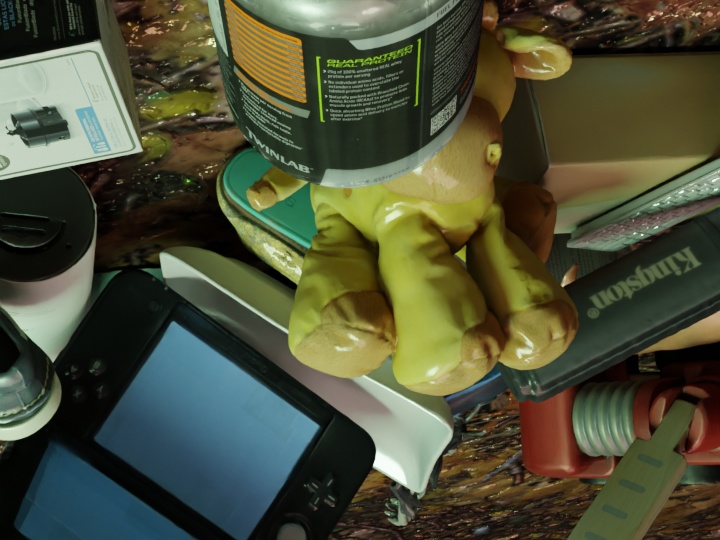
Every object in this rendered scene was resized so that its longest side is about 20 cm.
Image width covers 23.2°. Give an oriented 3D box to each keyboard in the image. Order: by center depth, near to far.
[{"bbox_3d":[0.210,-0.051,0.998,0.199,0.011,0.056,-27,154,37],"label":"keyboard"}]

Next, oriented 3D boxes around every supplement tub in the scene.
[{"bbox_3d":[-0.006,-0.127,0.741,0.121,0.124,0.200,-10,159,-4],"label":"supplement tub"}]

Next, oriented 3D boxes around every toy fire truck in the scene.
[{"bbox_3d":[0.161,0.106,1.064,0.175,0.130,0.199,-4,178,38],"label":"toy fire truck"}]

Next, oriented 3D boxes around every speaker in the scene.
[{"bbox_3d":[-0.199,0.009,1.042,0.080,0.082,0.200,-6,158,-13],"label":"speaker"}]

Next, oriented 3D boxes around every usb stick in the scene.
[{"bbox_3d":[0.166,0.011,0.985,0.199,0.056,0.033,-26,157,-9],"label":"usb stick"}]

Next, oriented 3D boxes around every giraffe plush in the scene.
[{"bbox_3d":[0.037,-0.059,0.904,0.171,0.201,0.163,-11,143,-22],"label":"giraffe plush"}]

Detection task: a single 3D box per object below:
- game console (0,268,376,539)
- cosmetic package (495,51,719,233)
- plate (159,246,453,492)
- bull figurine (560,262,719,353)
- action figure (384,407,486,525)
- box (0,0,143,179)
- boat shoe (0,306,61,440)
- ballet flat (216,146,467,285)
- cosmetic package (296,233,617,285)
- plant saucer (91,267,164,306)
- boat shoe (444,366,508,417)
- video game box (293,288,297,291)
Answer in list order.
[{"bbox_3d":[-0.095,0.120,0.999,0.199,0.177,0.116,37,169,-13],"label":"game console"},{"bbox_3d":[0.175,-0.075,1.037,0.198,0.072,0.105,-5,159,-18],"label":"cosmetic package"},{"bbox_3d":[-0.031,0.058,1.085,0.199,0.032,0.200,31,162,6],"label":"plate"},{"bbox_3d":[0.191,0.013,1.070,0.198,0.066,0.121,-9,-174,17],"label":"bull figurine"},{"bbox_3d":[0.016,0.143,1.457,0.198,0.120,0.102,-7,151,15],"label":"action figure"},{"bbox_3d":[-0.211,-0.086,0.824,0.198,0.061,0.117,-11,159,-2],"label":"box"},{"bbox_3d":[-0.244,0.017,0.942,0.075,0.199,0.062,-42,152,-22],"label":"boat shoe"},{"bbox_3d":[0.000,0.000,1.004,0.071,0.199,0.071,-46,160,-23],"label":"ballet flat"},{"bbox_3d":[0.063,-0.007,1.134,0.199,0.086,0.107,5,157,-39],"label":"cosmetic package"},{"bbox_3d":[-0.170,0.055,1.232,0.199,0.039,0.201,-10,158,-4],"label":"plant saucer"},{"bbox_3d":[0.027,0.100,1.241,0.198,0.085,0.069,-14,149,-1],"label":"boat shoe"},{"bbox_3d":[0.002,0.058,1.301,0.198,0.047,0.182,-6,157,-27],"label":"video game box"}]
